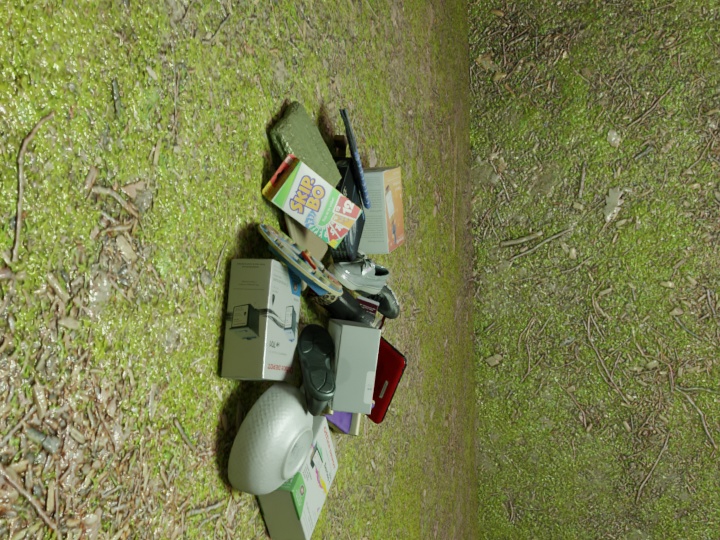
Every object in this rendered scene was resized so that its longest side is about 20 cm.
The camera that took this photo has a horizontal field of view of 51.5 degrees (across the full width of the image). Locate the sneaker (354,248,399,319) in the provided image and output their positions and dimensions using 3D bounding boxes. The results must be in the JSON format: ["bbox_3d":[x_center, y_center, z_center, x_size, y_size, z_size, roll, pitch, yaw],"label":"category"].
[{"bbox_3d":[0.019,0.041,1.795,0.201,0.066,0.090,55,23,-1],"label":"sneaker"}]

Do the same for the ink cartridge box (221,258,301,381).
[{"bbox_3d":[-0.171,0.091,1.313,0.146,0.085,0.203,30,61,-71],"label":"ink cartridge box"}]

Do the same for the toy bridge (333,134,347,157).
[{"bbox_3d":[-0.057,-0.212,1.732,0.067,0.027,0.203,56,39,-60],"label":"toy bridge"}]

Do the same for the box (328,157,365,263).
[{"bbox_3d":[-0.039,-0.127,1.677,0.201,0.043,0.162,76,22,-48],"label":"box"}]

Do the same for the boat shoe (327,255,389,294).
[{"bbox_3d":[0.001,0.001,1.662,0.072,0.070,0.200,-51,151,13],"label":"boat shoe"}]

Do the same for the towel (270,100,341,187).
[{"bbox_3d":[-0.107,-0.225,1.498,0.201,0.036,0.149,60,31,-27],"label":"towel"}]

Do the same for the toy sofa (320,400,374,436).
[{"bbox_3d":[-0.041,0.307,1.676,0.200,0.096,0.084,56,39,-59],"label":"toy sofa"}]

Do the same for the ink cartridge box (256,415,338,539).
[{"bbox_3d":[-0.120,0.402,1.464,0.201,0.083,0.147,-63,148,-54],"label":"ink cartridge box"}]

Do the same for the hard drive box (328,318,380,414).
[{"bbox_3d":[-0.024,0.180,1.443,0.200,0.076,0.158,-178,-85,-81],"label":"hard drive box"}]

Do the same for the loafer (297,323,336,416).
[{"bbox_3d":[-0.086,0.177,1.357,0.201,0.071,0.064,-100,-153,-57],"label":"loafer"}]

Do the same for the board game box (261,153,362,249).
[{"bbox_3d":[-0.092,-0.132,1.447,0.199,0.030,0.096,36,91,-34],"label":"board game box"}]

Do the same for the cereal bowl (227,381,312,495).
[{"bbox_3d":[-0.142,0.304,1.310,0.201,0.082,0.202,-52,155,-36],"label":"cereal bowl"}]

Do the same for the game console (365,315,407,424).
[{"bbox_3d":[0.053,0.238,1.825,0.118,0.172,0.202,-11,130,-46],"label":"game console"}]

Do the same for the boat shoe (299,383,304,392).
[{"bbox_3d":[-0.062,0.210,1.577,0.200,0.075,0.060,-49,163,-5],"label":"boat shoe"}]

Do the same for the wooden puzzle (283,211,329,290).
[{"bbox_3d":[-0.113,-0.088,1.566,0.186,0.037,0.202,-64,152,-53],"label":"wooden puzzle"}]

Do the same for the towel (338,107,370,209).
[{"bbox_3d":[-0.013,-0.250,1.694,0.201,0.024,0.146,74,1,-56],"label":"towel"}]

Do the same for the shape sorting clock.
[{"bbox_3d":[-0.108,-0.022,1.375,0.039,0.200,0.200,-46,158,4],"label":"shape sorting clock"}]

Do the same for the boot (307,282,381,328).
[{"bbox_3d":[-0.051,0.078,1.637,0.150,0.199,0.073,42,78,-21],"label":"boot"}]

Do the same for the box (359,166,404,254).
[{"bbox_3d":[0.038,-0.155,1.891,0.152,0.105,0.203,-36,124,-67],"label":"box"}]

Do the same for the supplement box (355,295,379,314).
[{"bbox_3d":[-0.016,0.172,1.749,0.109,0.060,0.202,111,-3,-49],"label":"supplement box"}]
